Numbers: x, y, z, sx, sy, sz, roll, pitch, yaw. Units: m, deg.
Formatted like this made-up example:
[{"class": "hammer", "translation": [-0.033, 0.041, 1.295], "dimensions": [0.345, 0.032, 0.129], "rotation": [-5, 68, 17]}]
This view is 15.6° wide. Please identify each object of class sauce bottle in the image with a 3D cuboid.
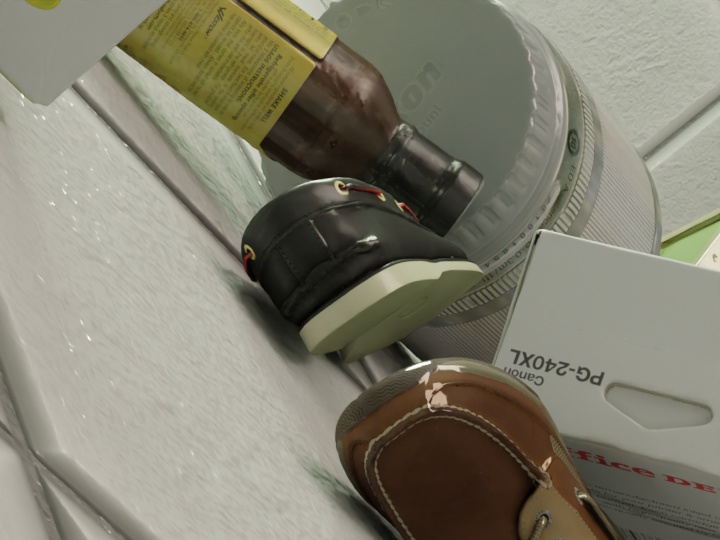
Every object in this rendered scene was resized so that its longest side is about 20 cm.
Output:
[{"class": "sauce bottle", "translation": [-0.035, -0.084, 1.176], "dimensions": [0.200, 0.065, 0.065], "rotation": [38, 7, -4]}]

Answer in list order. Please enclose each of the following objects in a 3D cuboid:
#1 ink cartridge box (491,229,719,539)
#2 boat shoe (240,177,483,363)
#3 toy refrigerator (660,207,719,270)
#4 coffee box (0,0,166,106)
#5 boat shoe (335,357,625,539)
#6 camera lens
[{"class": "ink cartridge box", "translation": [0.145, 0.067, 1.081], "dimensions": [0.144, 0.084, 0.200], "rotation": [13, -17, 20]}, {"class": "boat shoe", "translation": [0.002, -0.002, 1.121], "dimensions": [0.063, 0.074, 0.201], "rotation": [56, 8, 10]}, {"class": "toy refrigerator", "translation": [0.149, 0.032, 1.447], "dimensions": [0.070, 0.200, 0.076], "rotation": [50, 49, -9]}, {"class": "coffee box", "translation": [-0.119, -0.217, 0.883], "dimensions": [0.200, 0.198, 0.200], "rotation": [46, 6, -34]}, {"class": "boat shoe", "translation": [0.060, 0.100, 0.970], "dimensions": [0.200, 0.076, 0.072], "rotation": [43, 12, -46]}, {"class": "camera lens", "translation": [0.054, -0.039, 1.322], "dimensions": [0.160, 0.160, 0.200], "rotation": [55, 7, 30]}]
